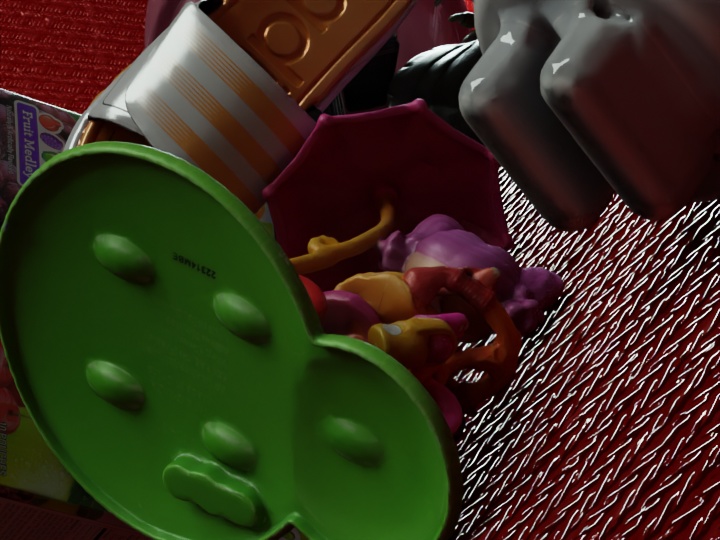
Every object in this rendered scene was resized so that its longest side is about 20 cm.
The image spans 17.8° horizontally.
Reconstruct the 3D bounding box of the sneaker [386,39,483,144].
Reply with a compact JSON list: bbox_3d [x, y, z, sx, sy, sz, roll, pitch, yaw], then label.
[{"bbox_3d":[0.099,-0.104,1.055,0.091,0.076,0.200,-8,31,45],"label":"sneaker"}]

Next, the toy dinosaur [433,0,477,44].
[{"bbox_3d":[0.067,-0.203,1.127,0.200,0.105,0.182,-22,-33,-43],"label":"toy dinosaur"}]

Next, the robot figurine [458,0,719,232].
[{"bbox_3d":[0.115,-0.103,0.757,0.169,0.113,0.200,-4,42,51],"label":"robot figurine"}]

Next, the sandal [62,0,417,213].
[{"bbox_3d":[-0.042,-0.083,0.906,0.207,0.079,0.059,-51,3,-17],"label":"sandal"}]

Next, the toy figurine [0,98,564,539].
[{"bbox_3d":[0.003,0.007,0.828,0.184,0.200,0.150,-30,-45,-46],"label":"toy figurine"}]

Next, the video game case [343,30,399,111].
[{"bbox_3d":[-0.013,-0.174,1.058,0.025,0.181,0.200,-11,-2,-1],"label":"video game case"}]

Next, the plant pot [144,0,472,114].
[{"bbox_3d":[-0.026,-0.103,1.331,0.200,0.200,0.179,-46,24,18],"label":"plant pot"}]

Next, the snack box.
[{"bbox_3d":[-0.099,0.029,0.913,0.053,0.142,0.200,-47,38,37],"label":"snack box"}]

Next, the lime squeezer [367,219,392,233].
[{"bbox_3d":[-0.035,0.036,1.003,0.038,0.071,0.200,-2,-47,-39],"label":"lime squeezer"}]

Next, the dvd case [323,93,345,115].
[{"bbox_3d":[-0.030,-0.150,1.076,0.016,0.149,0.200,-12,-33,-2],"label":"dvd case"}]
